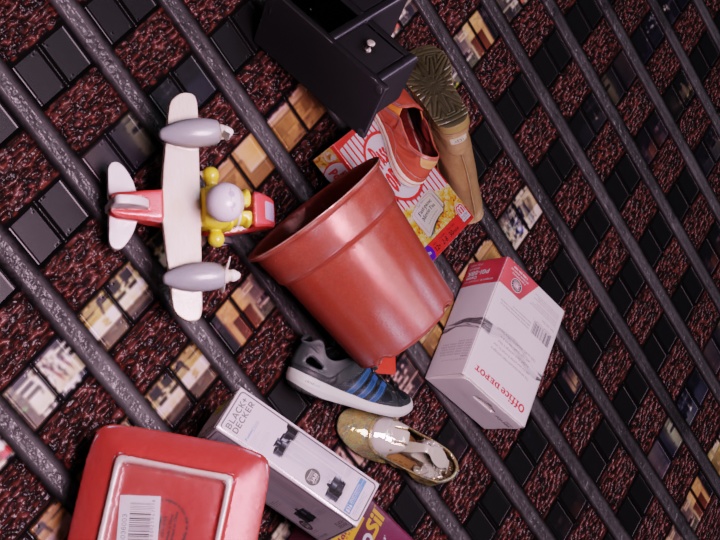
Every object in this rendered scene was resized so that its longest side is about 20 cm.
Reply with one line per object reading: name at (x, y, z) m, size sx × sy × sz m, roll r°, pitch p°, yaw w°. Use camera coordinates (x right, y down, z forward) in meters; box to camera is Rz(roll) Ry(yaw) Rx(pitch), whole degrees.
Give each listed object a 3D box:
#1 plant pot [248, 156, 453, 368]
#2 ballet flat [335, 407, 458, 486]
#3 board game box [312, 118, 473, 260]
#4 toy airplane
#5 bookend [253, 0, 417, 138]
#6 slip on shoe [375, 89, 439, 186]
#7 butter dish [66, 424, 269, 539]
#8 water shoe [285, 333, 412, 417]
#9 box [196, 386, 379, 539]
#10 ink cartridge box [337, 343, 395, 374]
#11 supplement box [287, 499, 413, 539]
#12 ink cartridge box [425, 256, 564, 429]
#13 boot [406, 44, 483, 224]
plant pot at (0.000, 0.000, 1.552) m, size 0.196 × 0.200 × 0.201 m, roll 53°, pitch 53°, yaw -10°
ballet flat at (0.056, 0.232, 1.684) m, size 0.200 × 0.070 × 0.071 m, roll 34°, pitch 63°, yaw -34°
board game box at (0.046, -0.106, 1.685) m, size 0.200 × 0.046 × 0.152 m, roll 51°, pitch 41°, yaw -6°
toy airplane at (-0.193, -0.075, 1.451) m, size 0.200 × 0.141 × 0.199 m, roll 54°, pitch 54°, yaw -23°
bookend at (0.005, -0.302, 1.631) m, size 0.200 × 0.092 × 0.198 m, roll 43°, pitch 51°, yaw 12°
slip on shoe at (0.053, -0.210, 1.677) m, size 0.074 × 0.061 × 0.201 m, roll -1°, pitch 64°, yaw -43°
butter dish at (-0.209, 0.286, 1.394) m, size 0.198 × 0.148 × 0.201 m, roll 10°, pitch 75°, yaw 1°
water shoe at (-0.001, 0.135, 1.630) m, size 0.199 × 0.071 × 0.079 m, roll 18°, pitch 92°, yaw -38°
box at (-0.090, 0.228, 1.475) m, size 0.199 × 0.117 × 0.060 m, roll 35°, pitch 60°, yaw -6°
ink cartridge box at (0.024, 0.034, 1.692) m, size 0.108 × 0.050 × 0.202 m, roll 8°, pitch 78°, yaw -41°
supplement box at (0.006, 0.372, 1.606) m, size 0.200 × 0.085 × 0.111 m, roll 48°, pitch 56°, yaw -26°
ink cartridge box at (0.193, 0.105, 1.813) m, size 0.147 × 0.083 × 0.201 m, roll 42°, pitch 58°, yaw -29°
boot at (0.115, -0.186, 1.762) m, size 0.200 × 0.066 × 0.176 m, roll 72°, pitch 2°, yaw -54°
